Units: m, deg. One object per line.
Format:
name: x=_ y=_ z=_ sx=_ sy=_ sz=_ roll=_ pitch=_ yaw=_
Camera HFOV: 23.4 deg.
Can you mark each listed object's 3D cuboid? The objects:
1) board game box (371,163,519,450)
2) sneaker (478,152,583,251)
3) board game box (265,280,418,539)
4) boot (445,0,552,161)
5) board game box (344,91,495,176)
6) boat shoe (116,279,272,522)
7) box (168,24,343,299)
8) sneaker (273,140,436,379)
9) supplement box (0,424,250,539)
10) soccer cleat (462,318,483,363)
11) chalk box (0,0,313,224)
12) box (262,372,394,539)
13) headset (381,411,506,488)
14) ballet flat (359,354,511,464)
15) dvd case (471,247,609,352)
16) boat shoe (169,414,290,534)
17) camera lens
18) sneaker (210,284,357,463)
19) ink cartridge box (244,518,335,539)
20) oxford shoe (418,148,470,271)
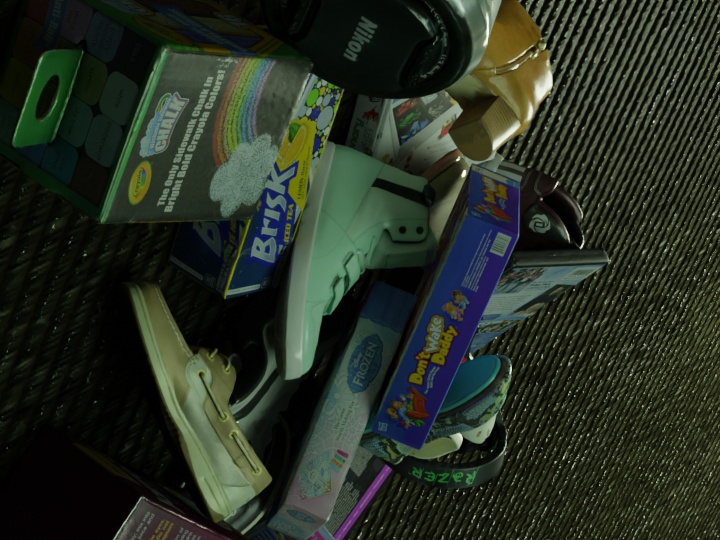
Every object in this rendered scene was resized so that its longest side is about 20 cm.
board game box: x=0.070 y=0.028 z=1.416 sx=0.134 sy=0.045 sz=0.200 roll=-75 pitch=-173 yaw=-69
sneaker: x=0.154 y=-0.017 z=1.664 sx=0.200 sy=0.115 sz=0.076 roll=90 pitch=21 yaw=-44
board game box: x=-0.020 y=0.125 z=1.486 sx=0.200 sy=0.043 sz=0.199 roll=119 pitch=-8 yaw=-74
boot: x=0.088 y=-0.201 z=1.432 sx=0.201 sy=0.071 sz=0.144 roll=62 pitch=38 yaw=-22
board game box: x=0.065 y=-0.138 z=1.509 sx=0.200 sy=0.035 sz=0.126 roll=-20 pitch=134 yaw=-48
boat shoe: x=-0.126 y=0.091 z=1.327 sx=0.066 sy=0.074 sz=0.200 roll=-26 pitch=109 yaw=-17
box: x=-0.076 y=-0.082 z=1.316 sx=0.070 sy=0.064 sz=0.200 roll=-12 pitch=127 yaw=-53
sneaker: x=0.000 y=0.000 z=1.382 sx=0.074 sy=0.118 sz=0.201 roll=125 pitch=-21 yaw=-69
supplement box: x=-0.173 y=0.218 z=1.353 sx=0.103 sy=0.131 sz=0.200 roll=-58 pitch=140 yaw=-4
soccer cleat: x=0.068 y=0.058 z=1.568 sx=0.068 sy=0.073 sz=0.200 roll=-46 pitch=150 yaw=-32
chalk box: x=-0.152 y=-0.111 z=1.116 sx=0.200 sy=0.124 sz=0.125 roll=-2 pitch=120 yaw=-55
box: x=-0.035 y=0.195 z=1.676 sx=0.143 sy=0.036 sz=0.200 roll=-53 pitch=152 yaw=-10
headset: x=0.075 y=0.151 z=1.685 sx=0.200 sy=0.123 sz=0.094 roll=-88 pitch=-175 yaw=-58
ballet flat: x=0.078 y=0.126 z=1.525 sx=0.074 sy=0.074 sz=0.200 roll=-29 pitch=-176 yaw=-41
dvd case: x=0.122 y=0.033 z=1.649 sx=0.143 sy=0.018 sz=0.200 roll=-2 pitch=154 yaw=-45
boat shoe: x=-0.134 y=0.202 z=1.492 sx=0.200 sy=0.073 sz=0.063 roll=-52 pitch=154 yaw=-1
camera lens: x=0.028 y=-0.230 z=1.184 sx=0.160 sy=0.160 sz=0.200 roll=74 pitch=30 yaw=-53
sneaker: x=-0.081 y=0.093 z=1.465 sx=0.200 sy=0.076 sz=0.115 roll=-38 pitch=149 yaw=-40
ink cartridge box: x=-0.104 y=0.297 z=1.546 sx=0.200 sy=0.119 sz=0.042 roll=-34 pitch=131 yaw=-11
oxford shoe: x=0.081 y=-0.044 z=1.532 sx=0.071 sy=0.074 sz=0.200 roll=-37 pitch=164 yaw=-10
